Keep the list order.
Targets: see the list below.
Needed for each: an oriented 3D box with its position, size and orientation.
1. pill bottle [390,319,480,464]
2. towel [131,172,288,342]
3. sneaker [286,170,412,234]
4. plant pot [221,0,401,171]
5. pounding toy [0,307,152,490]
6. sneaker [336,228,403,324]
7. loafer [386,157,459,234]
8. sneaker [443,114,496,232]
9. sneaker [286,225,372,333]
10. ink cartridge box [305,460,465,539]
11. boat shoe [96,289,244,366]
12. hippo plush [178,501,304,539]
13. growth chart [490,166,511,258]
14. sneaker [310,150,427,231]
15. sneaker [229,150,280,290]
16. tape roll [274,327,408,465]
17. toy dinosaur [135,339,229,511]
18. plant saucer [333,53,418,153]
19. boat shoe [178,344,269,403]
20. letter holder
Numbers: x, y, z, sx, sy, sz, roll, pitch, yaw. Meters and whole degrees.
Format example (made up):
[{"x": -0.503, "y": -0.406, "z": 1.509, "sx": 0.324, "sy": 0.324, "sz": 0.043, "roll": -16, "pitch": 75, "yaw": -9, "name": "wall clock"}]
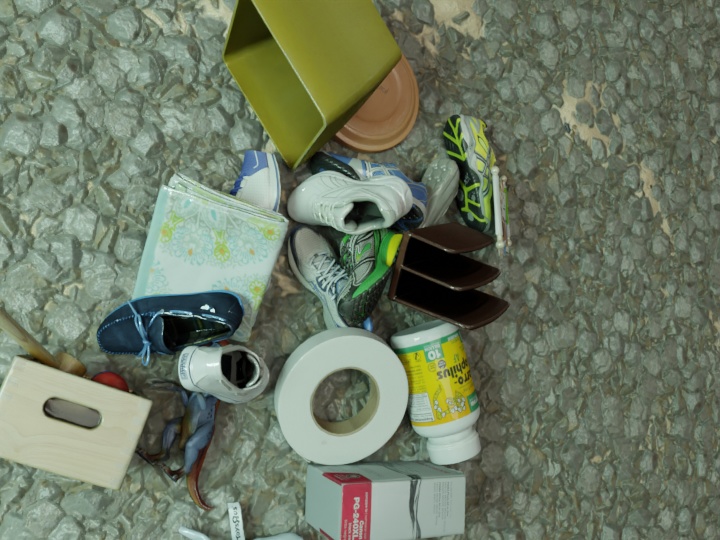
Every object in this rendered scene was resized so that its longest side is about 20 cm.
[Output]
[{"x": 0.122, "y": 0.187, "z": 0.994, "sx": 0.110, "sy": 0.112, "sz": 0.205, "roll": -15, "pitch": 90, "yaw": -24, "name": "pill bottle"}, {"x": -0.200, "y": -0.010, "z": 0.848, "sx": 0.167, "sy": 0.048, "sz": 0.203, "roll": 20, "pitch": 113, "yaw": -11, "name": "towel"}, {"x": -0.029, "y": -0.093, "z": 0.920, "sx": 0.100, "sy": 0.195, "sz": 0.080, "roll": -54, "pitch": 136, "yaw": -54, "name": "sneaker"}, {"x": -0.060, "y": -0.296, "z": 0.907, "sx": 0.175, "sy": 0.199, "sz": 0.203, "roll": -33, "pitch": 93, "yaw": -21, "name": "plant pot"}, {"x": -0.351, "y": 0.145, "z": 0.745, "sx": 0.197, "sy": 0.183, "sz": 0.145, "roll": 24, "pitch": 75, "yaw": -19, "name": "pounding toy"}, {"x": 0.000, "y": 0.000, "z": 0.906, "sx": 0.083, "sy": 0.079, "sz": 0.201, "roll": 23, "pitch": 34, "yaw": 2, "name": "sneaker"}, {"x": 0.104, "y": -0.090, "z": 1.039, "sx": 0.202, "sy": 0.069, "sz": 0.070, "roll": -54, "pitch": 141, "yaw": -15, "name": "loafer"}, {"x": 0.201, "y": -0.168, "z": 1.091, "sx": 0.075, "sy": 0.075, "sz": 0.206, "roll": -9, "pitch": 89, "yaw": -24, "name": "sneaker"}, {"x": -0.037, "y": 0.018, "z": 0.956, "sx": 0.076, "sy": 0.085, "sz": 0.203, "roll": -34, "pitch": 98, "yaw": -23, "name": "sneaker"}, {"x": 0.035, "y": 0.328, "z": 0.920, "sx": 0.195, "sy": 0.145, "sz": 0.086, "roll": 5, "pitch": 81, "yaw": -23, "name": "ink cartridge box"}, {"x": -0.250, "y": 0.069, "z": 0.821, "sx": 0.195, "sy": 0.069, "sz": 0.086, "roll": -17, "pitch": 120, "yaw": 6, "name": "boat shoe"}, {"x": -0.120, "y": 0.415, "z": 0.826, "sx": 0.156, "sy": 0.160, "sz": 0.205, "roll": -18, "pitch": 96, "yaw": -25, "name": "hippo plush"}, {"x": 0.233, "y": -0.095, "z": 1.059, "sx": 0.017, "sy": 0.199, "sz": 0.149, "roll": -5, "pitch": 90, "yaw": 17, "name": "growth chart"}, {"x": 0.014, "y": -0.133, "z": 0.993, "sx": 0.197, "sy": 0.076, "sz": 0.078, "roll": 27, "pitch": 50, "yaw": 2, "name": "sneaker"}, {"x": -0.179, "y": -0.074, "z": 0.905, "sx": 0.112, "sy": 0.080, "sz": 0.205, "roll": 5, "pitch": 84, "yaw": -26, "name": "sneaker"}, {"x": -0.027, "y": 0.184, "z": 0.929, "sx": 0.197, "sy": 0.037, "sz": 0.208, "roll": -5, "pitch": 108, "yaw": -16, "name": "tape roll"}, {"x": -0.226, "y": 0.188, "z": 0.878, "sx": 0.183, "sy": 0.103, "sz": 0.202, "roll": -52, "pitch": 139, "yaw": -30, "name": "toy dinosaur"}, {"x": 0.010, "y": -0.295, "z": 1.042, "sx": 0.195, "sy": 0.032, "sz": 0.206, "roll": 3, "pitch": 84, "yaw": -25, "name": "plant saucer"}, {"x": -0.157, "y": 0.136, "z": 0.836, "sx": 0.064, "sy": 0.200, "sz": 0.076, "roll": -5, "pitch": 80, "yaw": 17, "name": "boat shoe"}, {"x": 0.152, "y": 0.004, "z": 0.951, "sx": 0.199, "sy": 0.140, "sz": 0.103, "roll": -15, "pitch": 123, "yaw": -60, "name": "letter holder"}]
